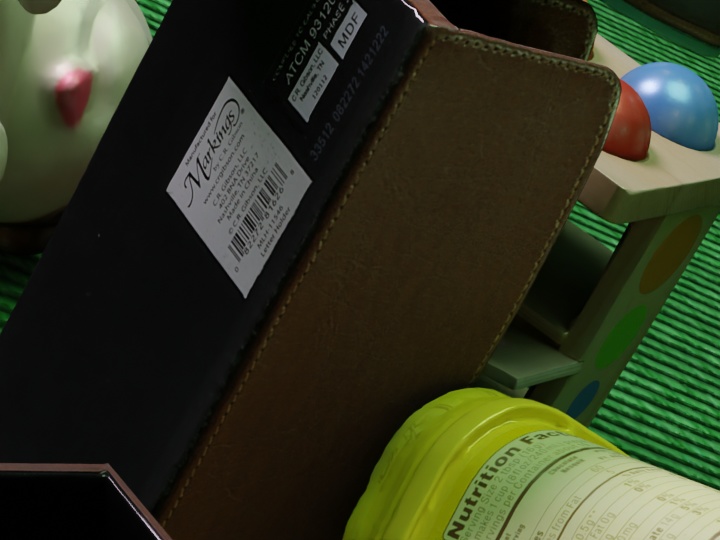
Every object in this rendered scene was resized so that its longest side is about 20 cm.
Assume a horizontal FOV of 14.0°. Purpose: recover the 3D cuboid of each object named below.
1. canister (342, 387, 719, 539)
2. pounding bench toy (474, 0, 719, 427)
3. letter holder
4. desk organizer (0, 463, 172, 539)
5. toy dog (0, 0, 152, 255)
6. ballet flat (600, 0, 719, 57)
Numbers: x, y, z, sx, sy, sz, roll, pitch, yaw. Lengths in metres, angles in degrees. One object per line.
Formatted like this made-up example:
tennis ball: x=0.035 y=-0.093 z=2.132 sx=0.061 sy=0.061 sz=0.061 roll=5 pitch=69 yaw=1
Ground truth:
canister: x=0.107 y=0.111 z=0.781 sx=0.148 sy=0.087 sz=0.200 roll=34 pitch=-9 yaw=-38
pounding bench toy: x=0.014 y=-0.039 z=1.020 sx=0.200 sy=0.156 sz=0.124 roll=38 pitch=23 yaw=21
letter holder: x=0.000 y=0.000 z=0.854 sx=0.142 sy=0.201 sz=0.101 roll=11 pitch=28 yaw=-41
desk organizer: x=-0.126 y=0.092 z=0.657 sx=0.199 sy=0.077 sz=0.072 roll=5 pitch=32 yaw=-48
toy dog: x=-0.157 y=-0.070 z=0.938 sx=0.199 sy=0.140 sz=0.194 roll=16 pitch=-11 yaw=-29
ballet flat: x=0.039 y=-0.121 z=0.801 sx=0.199 sy=0.069 sz=0.068 roll=20 pitch=23 yaw=-25
